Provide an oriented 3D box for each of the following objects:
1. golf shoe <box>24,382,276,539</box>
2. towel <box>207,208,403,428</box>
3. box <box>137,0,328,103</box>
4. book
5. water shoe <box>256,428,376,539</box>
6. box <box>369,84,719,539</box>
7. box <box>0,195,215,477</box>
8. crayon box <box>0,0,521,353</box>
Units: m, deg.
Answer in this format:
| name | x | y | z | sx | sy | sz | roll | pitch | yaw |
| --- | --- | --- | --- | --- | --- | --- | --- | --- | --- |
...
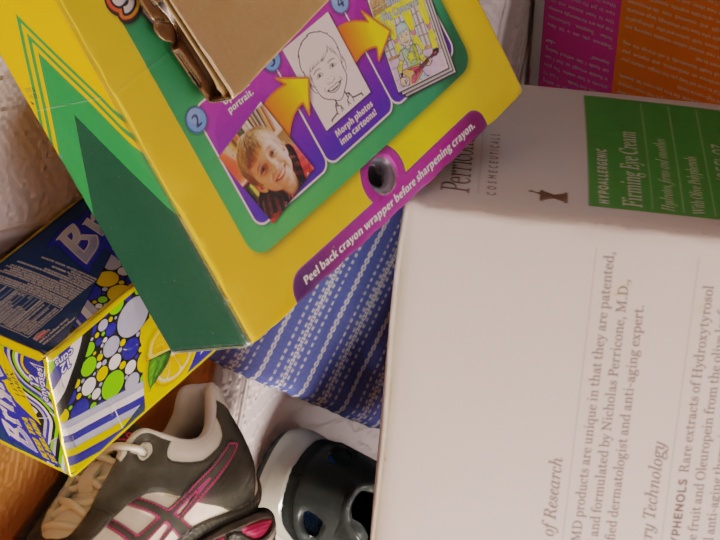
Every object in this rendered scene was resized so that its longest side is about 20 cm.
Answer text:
| name | x | y | z | sx | sy | sz | roll | pitch | yaw |
| --- | --- | --- | --- | --- | --- | --- | --- | --- | --- |
| golf shoe | -0.121 | 0.118 | 1.128 | 0.200 | 0.077 | 0.088 | -27 | 111 | -52 |
| towel | 0.000 | 0.000 | 1.280 | 0.200 | 0.024 | 0.145 | 27 | 88 | -58 |
| box | -0.043 | -0.190 | 1.000 | 0.200 | 0.021 | 0.164 | -49 | 116 | -33 |
| book | 0.152 | -0.134 | 1.320 | 0.048 | 0.133 | 0.201 | -35 | 138 | -46 |
| water shoe | 0.013 | 0.142 | 1.329 | 0.200 | 0.079 | 0.072 | 32 | 82 | -59 |
| box | 0.099 | 0.033 | 1.187 | 0.199 | 0.171 | 0.201 | -79 | 173 | -69 |
| box | -0.087 | -0.003 | 1.090 | 0.200 | 0.064 | 0.070 | -42 | 141 | -36 |
| crayon box | -0.041 | -0.094 | 1.045 | 0.200 | 0.058 | 0.173 | -43 | 113 | -36 |
